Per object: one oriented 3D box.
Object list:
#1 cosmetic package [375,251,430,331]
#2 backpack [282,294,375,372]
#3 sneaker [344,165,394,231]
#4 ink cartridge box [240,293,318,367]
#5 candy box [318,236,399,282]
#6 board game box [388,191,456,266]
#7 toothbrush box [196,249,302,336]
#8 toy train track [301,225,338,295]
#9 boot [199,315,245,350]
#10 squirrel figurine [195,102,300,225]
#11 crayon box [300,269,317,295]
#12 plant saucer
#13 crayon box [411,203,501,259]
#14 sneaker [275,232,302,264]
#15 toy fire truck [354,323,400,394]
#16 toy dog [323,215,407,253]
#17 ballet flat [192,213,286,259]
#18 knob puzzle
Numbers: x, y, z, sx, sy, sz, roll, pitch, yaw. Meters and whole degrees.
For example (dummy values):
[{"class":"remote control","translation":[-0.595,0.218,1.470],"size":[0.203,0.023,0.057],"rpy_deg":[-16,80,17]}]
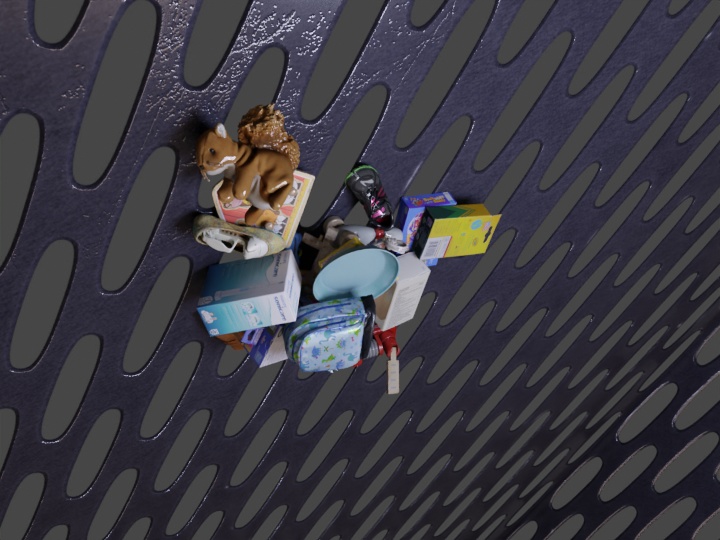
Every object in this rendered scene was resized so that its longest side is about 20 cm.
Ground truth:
[{"class":"cosmetic package","translation":[0.095,0.053,1.794],"size":[0.104,0.071,0.202],"rpy_deg":[-20,148,-27]},{"class":"backpack","translation":[-0.072,0.142,1.572],"size":[0.196,0.155,0.165],"rpy_deg":[6,129,-7]},{"class":"sneaker","translation":[0.031,-0.159,1.600],"size":[0.076,0.084,0.200],"rpy_deg":[-35,140,6]},{"class":"ink cartridge box","translation":[-0.181,0.138,1.659],"size":[0.198,0.076,0.138],"rpy_deg":[-14,142,-50]},{"class":"candy box","translation":[0.000,0.000,1.616],"size":[0.102,0.027,0.200],"rpy_deg":[-36,144,13]},{"class":"board game box","translation":[0.145,-0.093,1.768],"size":[0.132,0.045,0.202],"rpy_deg":[-9,135,-24]},{"class":"toothbrush box","translation":[-0.234,0.047,1.545],"size":[0.196,0.148,0.086],"rpy_deg":[-12,126,10]},{"class":"toy train track","translation":[-0.092,-0.013,1.609],"size":[0.113,0.033,0.202],"rpy_deg":[24,131,0]},{"class":"boot","translation":[-0.261,0.115,1.695],"size":[0.197,0.075,0.155],"rpy_deg":[-16,137,19]},{"class":"squirrel figurine","translation":[-0.215,-0.219,1.367],"size":[0.186,0.141,0.202],"rpy_deg":[36,70,-22]},{"class":"crayon box","translation":[-0.144,0.066,1.751],"size":[0.124,0.052,0.201],"rpy_deg":[8,128,-37]},{"class":"plant saucer","translation":[-0.012,0.007,1.562],"size":[0.196,0.036,0.202],"rpy_deg":[-14,144,-10]},{"class":"crayon box","translation":[0.232,-0.095,1.745],"size":[0.197,0.051,0.128],"rpy_deg":[-5,134,-27]},{"class":"sneaker","translation":[-0.171,-0.004,1.650],"size":[0.077,0.066,0.202],"rpy_deg":[-8,134,-23]},{"class":"toy fire truck","translation":[0.027,0.220,1.896],"size":[0.173,0.201,0.130],"rpy_deg":[-14,138,-18]},{"class":"toy dog","translation":[0.003,-0.057,1.665],"size":[0.196,0.133,0.098],"rpy_deg":[13,118,-15]},{"class":"ballet flat","translation":[-0.251,-0.059,1.484],"size":[0.197,0.071,0.071],"rpy_deg":[17,125,-17]},{"class":"knob puzzle","translation":[-0.210,-0.138,1.485],"size":[0.215,0.031,0.223],"rpy_deg":[-8,125,-12]}]
